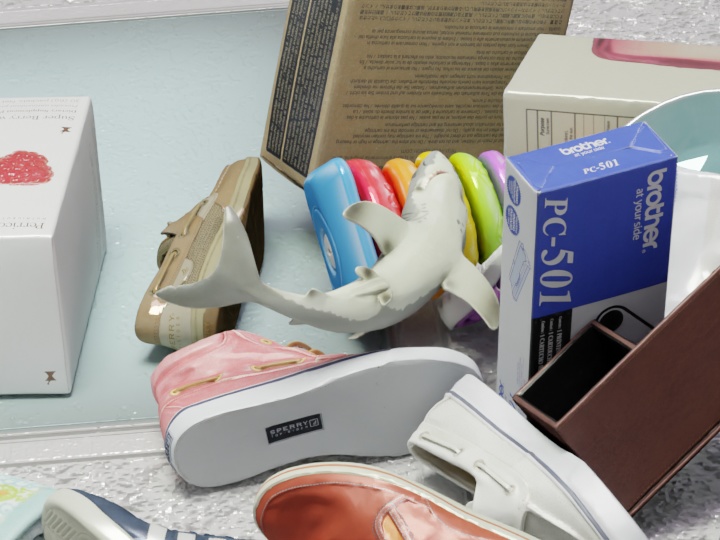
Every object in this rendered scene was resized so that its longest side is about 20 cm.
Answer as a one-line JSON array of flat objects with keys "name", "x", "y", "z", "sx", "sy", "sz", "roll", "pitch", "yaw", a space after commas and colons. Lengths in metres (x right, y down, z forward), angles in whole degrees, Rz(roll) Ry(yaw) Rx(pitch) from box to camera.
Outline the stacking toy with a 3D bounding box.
[{"name": "stacking toy", "x": 0.072, "y": -0.040, "z": 1.844, "sx": 0.199, "sy": 0.110, "sz": 0.116, "roll": -17, "pitch": -1, "yaw": -11}]

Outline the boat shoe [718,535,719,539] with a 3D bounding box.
[{"name": "boat shoe", "x": 0.212, "y": 0.155, "z": 1.545, "sx": 0.073, "sy": 0.062, "sz": 0.200, "roll": -30, "pitch": 13, "yaw": 27}]

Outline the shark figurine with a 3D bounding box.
[{"name": "shark figurine", "x": -0.007, "y": 0.016, "z": 1.721, "sx": 0.214, "sy": 0.090, "sz": 0.129, "roll": -20, "pitch": 71, "yaw": -37}]

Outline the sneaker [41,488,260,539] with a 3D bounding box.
[{"name": "sneaker", "x": -0.089, "y": 0.171, "z": 1.569, "sx": 0.199, "sy": 0.075, "sz": 0.084, "roll": 31, "pitch": 44, "yaw": 31}]

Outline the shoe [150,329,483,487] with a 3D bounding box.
[{"name": "shoe", "x": -0.029, "y": 0.070, "z": 1.738, "sx": 0.199, "sy": 0.072, "sz": 0.091, "roll": -12, "pitch": 33, "yaw": -9}]

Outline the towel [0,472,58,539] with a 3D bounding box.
[{"name": "towel", "x": -0.283, "y": 0.166, "z": 1.621, "sx": 0.170, "sy": 0.048, "sz": 0.200, "roll": 15, "pitch": 34, "yaw": 28}]

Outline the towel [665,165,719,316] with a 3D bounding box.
[{"name": "towel", "x": 0.264, "y": 0.012, "z": 1.763, "sx": 0.199, "sy": 0.148, "sz": 0.024, "roll": 8, "pitch": -13, "yaw": 15}]

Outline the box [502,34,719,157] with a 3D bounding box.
[{"name": "box", "x": 0.204, "y": -0.078, "z": 1.916, "sx": 0.199, "sy": 0.129, "sz": 0.109, "roll": 6, "pitch": 29, "yaw": 16}]

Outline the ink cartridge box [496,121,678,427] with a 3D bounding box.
[{"name": "ink cartridge box", "x": 0.132, "y": 0.015, "z": 1.683, "sx": 0.093, "sy": 0.201, "sz": 0.044, "roll": -14, "pitch": 38, "yaw": -20}]

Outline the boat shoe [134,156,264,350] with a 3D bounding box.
[{"name": "boat shoe", "x": -0.105, "y": -0.016, "z": 1.899, "sx": 0.064, "sy": 0.072, "sz": 0.200, "roll": 2, "pitch": 31, "yaw": 9}]

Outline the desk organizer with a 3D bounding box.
[{"name": "desk organizer", "x": 0.191, "y": 0.042, "z": 1.652, "sx": 0.200, "sy": 0.077, "sz": 0.072, "roll": -44, "pitch": 24, "yaw": -5}]

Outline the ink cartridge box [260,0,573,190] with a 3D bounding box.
[{"name": "ink cartridge box", "x": 0.041, "y": -0.141, "z": 1.957, "sx": 0.199, "sy": 0.166, "sz": 0.075, "roll": -2, "pitch": 24, "yaw": -37}]

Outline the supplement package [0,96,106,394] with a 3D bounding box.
[{"name": "supplement package", "x": -0.241, "y": -0.019, "z": 1.869, "sx": 0.120, "sy": 0.120, "sz": 0.200, "roll": -1, "pitch": 30, "yaw": 3}]

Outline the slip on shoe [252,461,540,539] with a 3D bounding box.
[{"name": "slip on shoe", "x": 0.022, "y": 0.160, "z": 1.577, "sx": 0.199, "sy": 0.074, "sz": 0.061, "roll": 19, "pitch": 39, "yaw": 26}]

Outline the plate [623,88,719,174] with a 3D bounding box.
[{"name": "plate", "x": 0.231, "y": -0.018, "z": 1.805, "sx": 0.199, "sy": 0.026, "sz": 0.201, "roll": -4, "pitch": 73, "yaw": 13}]

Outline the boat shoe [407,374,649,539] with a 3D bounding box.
[{"name": "boat shoe", "x": 0.094, "y": 0.133, "z": 1.630, "sx": 0.070, "sy": 0.071, "sz": 0.200, "roll": -42, "pitch": 44, "yaw": -8}]

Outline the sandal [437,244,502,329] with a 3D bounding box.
[{"name": "sandal", "x": 0.113, "y": 0.003, "z": 1.776, "sx": 0.082, "sy": 0.050, "sz": 0.203, "roll": -27, "pitch": -7, "yaw": -23}]
